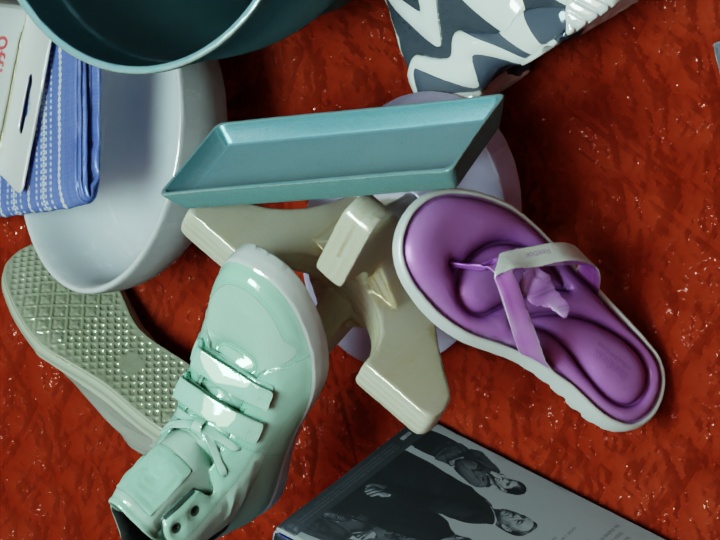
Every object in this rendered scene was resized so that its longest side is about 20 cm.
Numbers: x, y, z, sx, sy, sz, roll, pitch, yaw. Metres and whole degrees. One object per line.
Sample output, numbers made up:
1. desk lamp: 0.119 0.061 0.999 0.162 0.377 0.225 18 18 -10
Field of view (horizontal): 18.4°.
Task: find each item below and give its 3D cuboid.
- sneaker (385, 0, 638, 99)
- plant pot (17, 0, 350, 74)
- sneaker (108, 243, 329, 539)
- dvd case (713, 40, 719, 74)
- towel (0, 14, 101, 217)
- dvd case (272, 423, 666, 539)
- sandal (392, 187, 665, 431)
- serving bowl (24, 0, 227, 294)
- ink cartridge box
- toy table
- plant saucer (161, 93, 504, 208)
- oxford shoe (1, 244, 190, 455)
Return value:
1. sneaker: 0.083 -0.182 1.237 0.199 0.079 0.130 -32 89 43
2. plant pot: -0.077 -0.215 1.268 0.198 0.188 0.202 3 97 28
3. sneaker: -0.083 0.087 1.226 0.073 0.118 0.202 29 132 23
4. dvd case: 0.277 -0.042 1.173 0.148 0.016 0.202 -14 91 34
5. towel: -0.216 -0.108 1.430 0.199 0.024 0.146 -4 85 56
6. dvd case: 0.072 0.162 1.262 0.199 0.150 0.025 26 126 27
7. sandal: 0.104 0.017 1.210 0.050 0.202 0.083 -10 53 53
8. serving bowl: -0.140 -0.084 1.391 0.199 0.065 0.202 -8 80 53
9. ink cartridge box: -0.275 -0.136 1.436 0.200 0.067 0.118 36 118 51
10. toy table: 0.000 0.000 1.269 0.183 0.117 0.201 31 133 19
11. plant saucer: -0.016 -0.062 1.206 0.199 0.070 0.019 -2 127 36
12. oxford shoe: -0.165 0.058 1.454 0.200 0.075 0.058 41 153 23
